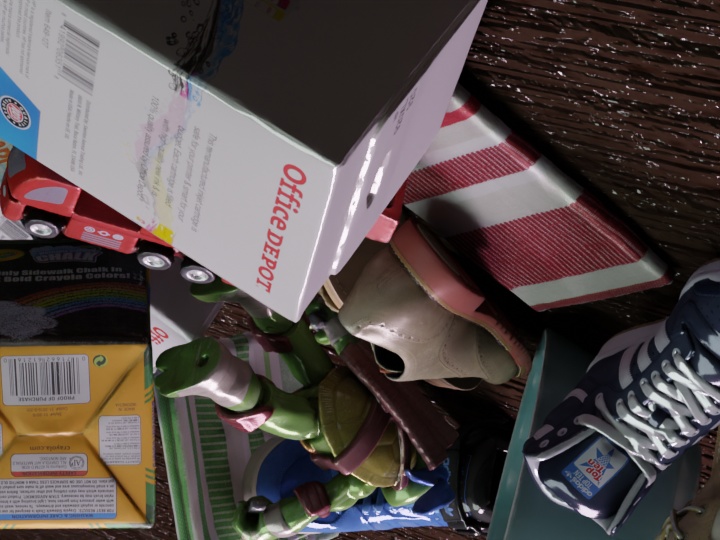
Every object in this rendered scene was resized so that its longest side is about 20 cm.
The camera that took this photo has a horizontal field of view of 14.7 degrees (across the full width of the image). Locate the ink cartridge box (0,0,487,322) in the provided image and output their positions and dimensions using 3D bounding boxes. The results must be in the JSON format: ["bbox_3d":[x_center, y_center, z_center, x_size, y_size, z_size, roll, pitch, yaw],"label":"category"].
[{"bbox_3d":[-0.065,-0.107,1.331,0.200,0.145,0.147,33,150,8],"label":"ink cartridge box"}]

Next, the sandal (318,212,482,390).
[{"bbox_3d":[-0.002,0.005,1.628,0.070,0.078,0.212,6,152,38],"label":"sandal"}]

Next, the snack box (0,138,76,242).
[{"bbox_3d":[-0.172,-0.090,1.648,0.116,0.037,0.200,-16,147,8],"label":"snack box"}]

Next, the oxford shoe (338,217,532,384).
[{"bbox_3d":[0.039,0.031,1.580,0.070,0.075,0.200,53,-175,29],"label":"oxford shoe"}]

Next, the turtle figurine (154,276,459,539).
[{"bbox_3d":[-0.052,0.080,1.662,0.194,0.144,0.200,45,178,-37],"label":"turtle figurine"}]

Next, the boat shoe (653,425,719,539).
[{"bbox_3d":[0.189,0.150,1.475,0.065,0.200,0.072,7,171,-1],"label":"boat shoe"}]

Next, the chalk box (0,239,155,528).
[{"bbox_3d":[-0.186,0.057,1.681,0.125,0.124,0.200,0,-158,-4],"label":"chalk box"}]

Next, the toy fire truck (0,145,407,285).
[{"bbox_3d":[-0.086,-0.047,1.489,0.200,0.049,0.141,17,151,-10],"label":"toy fire truck"}]

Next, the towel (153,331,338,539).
[{"bbox_3d":[-0.073,0.118,1.817,0.023,0.153,0.200,-11,179,25],"label":"towel"}]

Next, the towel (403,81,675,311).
[{"bbox_3d":[0.061,-0.051,1.480,0.200,0.023,0.144,39,159,-17],"label":"towel"}]

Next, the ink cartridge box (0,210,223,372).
[{"bbox_3d":[-0.183,-0.029,1.849,0.200,0.084,0.145,38,161,-8],"label":"ink cartridge box"}]

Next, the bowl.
[{"bbox_3d":[0.132,0.142,1.605,0.105,0.201,0.201,15,160,2],"label":"bowl"}]

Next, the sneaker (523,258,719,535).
[{"bbox_3d":[0.153,0.068,1.420,0.070,0.109,0.200,43,152,-3],"label":"sneaker"}]

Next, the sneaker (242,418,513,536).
[{"bbox_3d":[0.031,0.133,1.792,0.200,0.077,0.111,4,174,-34],"label":"sneaker"}]
